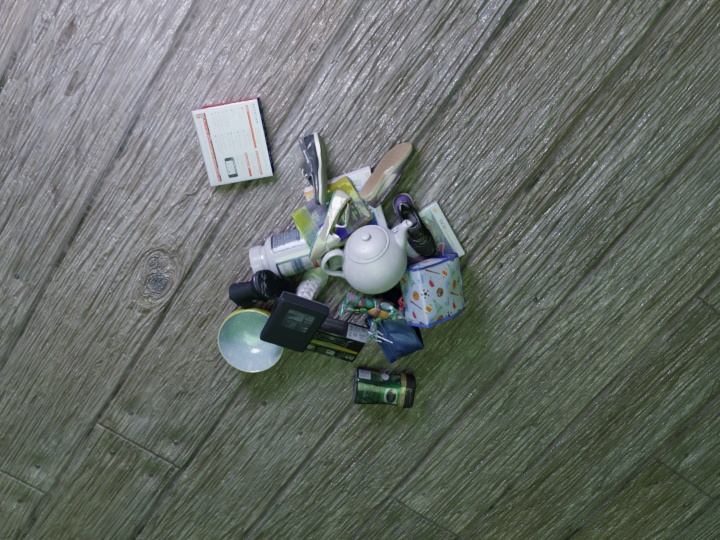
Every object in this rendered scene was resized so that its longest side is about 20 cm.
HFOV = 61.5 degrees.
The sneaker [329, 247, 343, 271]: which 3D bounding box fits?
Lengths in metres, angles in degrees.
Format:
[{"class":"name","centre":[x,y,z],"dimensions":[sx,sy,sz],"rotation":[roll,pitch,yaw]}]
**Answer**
[{"class":"sneaker","centre":[0.000,0.000,1.732],"dimensions":[0.194,0.089,0.076],"rotation":[8,146,-1]}]

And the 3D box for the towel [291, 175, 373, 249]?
[{"class":"towel","centre":[-0.075,-0.145,1.627],"dimensions":[0.198,0.023,0.146],"rotation":[-35,106,-12]}]

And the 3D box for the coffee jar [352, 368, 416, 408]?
[{"class":"coffee jar","centre":[0.076,0.371,1.897],"dimensions":[0.194,0.086,0.107],"rotation":[7,109,-4]}]

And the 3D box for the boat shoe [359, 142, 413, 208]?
[{"class":"boat shoe","centre":[0.078,-0.257,1.633],"dimensions":[0.202,0.071,0.065],"rotation":[-53,132,-10]}]

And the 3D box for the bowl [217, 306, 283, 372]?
[{"class":"bowl","centre":[-0.319,0.187,1.796],"dimensions":[0.194,0.108,0.206],"rotation":[-1,113,-3]}]

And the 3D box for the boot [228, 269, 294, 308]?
[{"class":"boot","centre":[-0.293,0.055,1.651],"dimensions":[0.164,0.199,0.079],"rotation":[-11,80,19]}]

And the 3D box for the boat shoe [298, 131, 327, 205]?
[{"class":"boat shoe","centre":[-0.124,-0.263,1.597],"dimensions":[0.066,0.072,0.206],"rotation":[-11,72,9]}]

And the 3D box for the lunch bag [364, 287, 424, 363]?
[{"class":"lunch bag","centre":[0.088,0.161,1.783],"dimensions":[0.130,0.136,0.203],"rotation":[-27,110,9]}]

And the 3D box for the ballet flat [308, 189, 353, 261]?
[{"class":"ballet flat","centre":[-0.073,-0.111,1.580],"dimensions":[0.068,0.069,0.205],"rotation":[22,89,-11]}]

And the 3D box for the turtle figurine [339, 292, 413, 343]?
[{"class":"turtle figurine","centre":[0.045,0.119,1.661],"dimensions":[0.195,0.102,0.152],"rotation":[16,135,-6]}]

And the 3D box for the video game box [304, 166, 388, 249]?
[{"class":"video game box","centre":[-0.038,-0.171,1.692],"dimensions":[0.195,0.047,0.186],"rotation":[-18,109,5]}]

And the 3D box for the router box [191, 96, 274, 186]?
[{"class":"router box","centre":[-0.335,-0.341,1.610],"dimensions":[0.174,0.049,0.205],"rotation":[-8,113,1]}]

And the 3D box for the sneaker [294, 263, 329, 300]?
[{"class":"sneaker","centre":[-0.150,0.059,1.765],"dimensions":[0.075,0.081,0.203],"rotation":[27,108,-11]}]

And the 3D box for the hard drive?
[{"class":"hard drive","centre":[-0.184,0.148,1.668],"dimensions":[0.136,0.033,0.201],"rotation":[18,135,-17]}]

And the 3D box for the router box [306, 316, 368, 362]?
[{"class":"router box","centre":[-0.090,0.199,1.796],"dimensions":[0.195,0.053,0.158],"rotation":[17,147,-9]}]

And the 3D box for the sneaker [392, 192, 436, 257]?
[{"class":"sneaker","centre":[0.149,-0.111,1.675],"dimensions":[0.075,0.088,0.202],"rotation":[-30,111,10]}]

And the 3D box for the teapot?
[{"class":"teapot","centre":[0.024,-0.046,1.612],"dimensions":[0.194,0.203,0.147],"rotation":[18,154,30]}]

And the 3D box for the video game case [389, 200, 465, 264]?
[{"class":"video game case","centre":[0.178,-0.073,1.751],"dimensions":[0.197,0.023,0.184],"rotation":[-30,110,11]}]

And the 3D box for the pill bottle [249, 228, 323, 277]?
[{"class":"pill bottle","centre":[-0.206,-0.046,1.698],"dimensions":[0.195,0.120,0.122],"rotation":[-15,113,5]}]

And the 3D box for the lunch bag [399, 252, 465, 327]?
[{"class":"lunch bag","centre":[0.211,0.051,1.705],"dimensions":[0.196,0.123,0.175],"rotation":[-17,102,-33]}]
